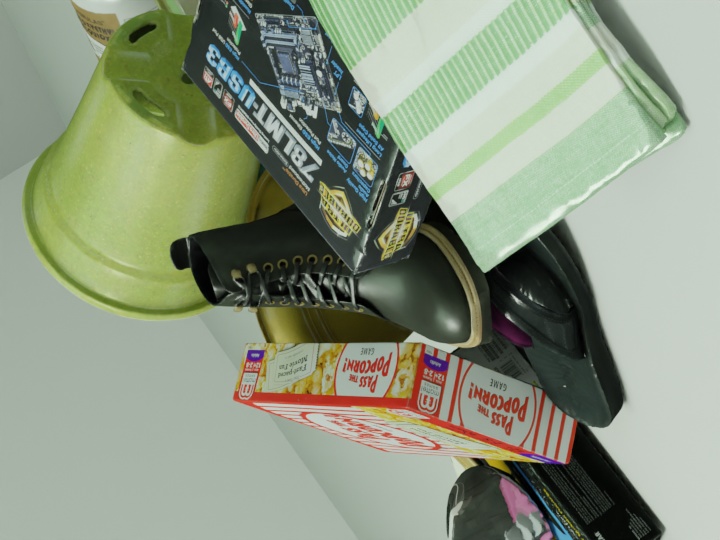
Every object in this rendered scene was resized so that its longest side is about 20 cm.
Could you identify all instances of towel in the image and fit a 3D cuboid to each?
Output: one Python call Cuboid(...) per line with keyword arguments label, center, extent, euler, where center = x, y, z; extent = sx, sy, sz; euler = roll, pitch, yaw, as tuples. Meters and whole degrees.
Cuboid(label="towel", center=(0.051, -0.115, 0.767), extent=(0.201, 0.023, 0.152), euler=(56, 138, 3))

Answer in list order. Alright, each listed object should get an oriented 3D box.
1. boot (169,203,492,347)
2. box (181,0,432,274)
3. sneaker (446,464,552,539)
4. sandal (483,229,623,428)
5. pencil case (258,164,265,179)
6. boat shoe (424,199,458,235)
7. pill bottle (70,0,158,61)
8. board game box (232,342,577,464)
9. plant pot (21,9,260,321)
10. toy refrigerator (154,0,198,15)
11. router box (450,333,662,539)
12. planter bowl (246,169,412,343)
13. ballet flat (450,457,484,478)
Cuboid(label="boot", center=(-0.020, 0.012, 0.998), extent=(0.200, 0.137, 0.078), euler=(29, 129, 56))
Cuboid(label="box", center=(-0.017, -0.137, 0.902), extent=(0.200, 0.049, 0.199), euler=(50, 141, 31))
Cuboid(label="sneaker", center=(0.107, 0.218, 1.238), extent=(0.087, 0.080, 0.201), euler=(-120, 7, -52))
Cuboid(label="sandal", center=(0.109, 0.032, 0.989), extent=(0.075, 0.048, 0.201), euler=(12, 141, 48))
Cuboid(label="pencil case", center=(-0.083, -0.103, 1.422), extent=(0.200, 0.092, 0.085), euler=(53, 134, 31))
Cuboid(label="boat shoe", center=(0.063, -0.016, 1.058), extent=(0.071, 0.063, 0.200), euler=(52, 167, 27))
Cuboid(label="pill bottle", center=(-0.213, -0.266, 1.470), extent=(0.115, 0.114, 0.201), euler=(50, 167, 34))
Cuboid(label="board game box", center=(0.029, 0.091, 1.111), extent=(0.151, 0.047, 0.199), euler=(22, 165, -35))
Cuboid(label="plant pot", center=(-0.153, -0.095, 1.247), extent=(0.201, 0.199, 0.185), euler=(53, 145, 20))
Cuboid(label="toy refrigerator", center=(-0.165, -0.289, 1.304), extent=(0.201, 0.070, 0.076), euler=(60, 169, -17))
Cuboid(label="router box", center=(0.142, 0.152, 1.214), extent=(0.200, 0.051, 0.149), euler=(52, 169, 21))
Cuboid(label="planter bowl", center=(0.000, 0.000, 1.237), extent=(0.200, 0.083, 0.202), euler=(32, -128, -52))
Cuboid(label="ballet flat", center=(0.114, 0.174, 1.340), extent=(0.200, 0.068, 0.063), euler=(52, 130, 25))
